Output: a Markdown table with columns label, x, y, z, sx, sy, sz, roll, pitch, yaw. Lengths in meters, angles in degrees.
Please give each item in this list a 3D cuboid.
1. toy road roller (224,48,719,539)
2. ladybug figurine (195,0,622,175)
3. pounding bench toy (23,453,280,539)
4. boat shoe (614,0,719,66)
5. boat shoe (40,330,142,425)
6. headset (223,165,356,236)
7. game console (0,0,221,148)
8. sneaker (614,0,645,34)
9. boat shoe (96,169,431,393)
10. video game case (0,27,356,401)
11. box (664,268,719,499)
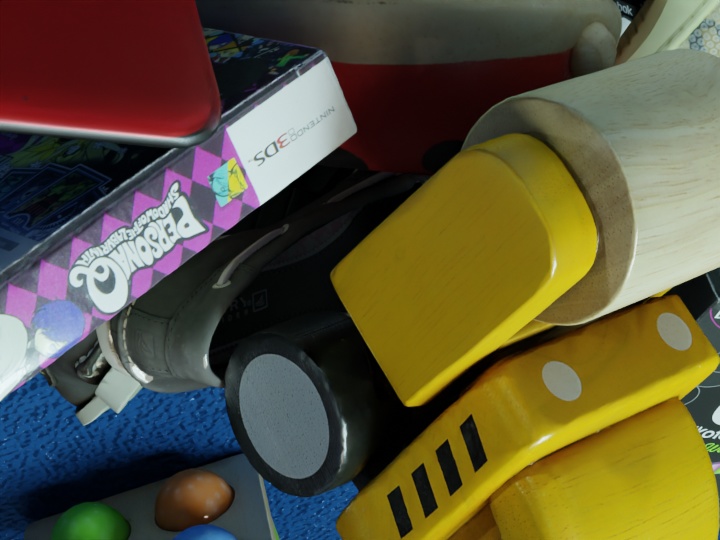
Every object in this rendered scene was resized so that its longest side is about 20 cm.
| label | x | y | z | sx | sy | sz | roll | pitch | yaw |
| --- | --- | --- | --- | --- | --- | --- | --- | --- | --- |
| toy road roller | 0.067 | 0.039 | 0.752 | 0.123 | 0.146 | 0.200 | -20 | 161 | -43 |
| ladybug figurine | 0.002 | -0.073 | 0.818 | 0.200 | 0.072 | 0.136 | 11 | -169 | 43 |
| pounding bench toy | -0.091 | 0.170 | 1.188 | 0.124 | 0.200 | 0.156 | -18 | 115 | 0 |
| boat shoe | 0.117 | -0.063 | 0.831 | 0.063 | 0.073 | 0.200 | 36 | 136 | 3 |
| boat shoe | -0.106 | 0.018 | 0.963 | 0.072 | 0.061 | 0.201 | -50 | -176 | -10 |
| headset | -0.038 | -0.007 | 0.926 | 0.200 | 0.123 | 0.094 | 18 | 90 | -34 |
| game console | -0.163 | -0.086 | 0.720 | 0.199 | 0.119 | 0.172 | 5 | 170 | -26 |
| sneaker | 0.114 | -0.079 | 0.943 | 0.199 | 0.074 | 0.080 | -2 | 142 | -20 |
| boat shoe | 0.000 | 0.000 | 0.844 | 0.200 | 0.057 | 0.067 | -22 | 115 | -35 |
| video game case | -0.128 | -0.023 | 0.758 | 0.181 | 0.200 | 0.036 | -39 | 121 | -25 |
| box | 0.181 | 0.016 | 1.063 | 0.199 | 0.125 | 0.149 | 7 | 141 | -29 |
